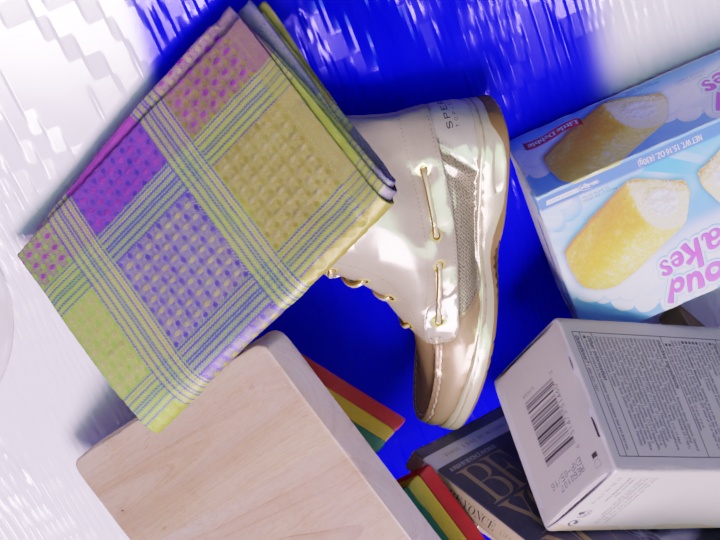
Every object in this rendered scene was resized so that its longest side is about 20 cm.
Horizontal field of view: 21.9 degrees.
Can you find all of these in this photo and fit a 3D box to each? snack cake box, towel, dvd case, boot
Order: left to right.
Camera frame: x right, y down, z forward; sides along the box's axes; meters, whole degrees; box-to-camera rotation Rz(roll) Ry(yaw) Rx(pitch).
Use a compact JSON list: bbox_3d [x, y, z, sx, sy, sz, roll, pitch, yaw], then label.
[{"bbox_3d":[-0.082,-0.028,0.987,0.200,0.144,0.023,-45,160,17],"label":"towel"},{"bbox_3d":[0.000,0.000,1.053,0.154,0.073,0.202,-3,117,-15],"label":"boot"},{"bbox_3d":[0.141,0.147,1.084,0.148,0.199,0.016,-19,139,-53],"label":"dvd case"},{"bbox_3d":[0.197,-0.054,1.078,0.199,0.067,0.116,-24,125,2],"label":"snack cake box"}]

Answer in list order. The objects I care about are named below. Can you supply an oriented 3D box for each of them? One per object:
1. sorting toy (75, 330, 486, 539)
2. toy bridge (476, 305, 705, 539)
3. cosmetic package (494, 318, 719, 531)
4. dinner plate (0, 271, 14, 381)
[{"bbox_3d":[-0.036,0.139,1.071,0.200,0.070,0.199,-32,97,44],"label":"sorting toy"},{"bbox_3d":[0.155,0.110,1.199,0.067,0.027,0.200,35,108,-32],"label":"toy bridge"},{"bbox_3d":[0.188,0.092,1.093,0.198,0.104,0.073,6,142,-34],"label":"cosmetic package"},{"bbox_3d":[-0.293,0.039,1.036,0.198,0.024,0.202,-7,125,-10],"label":"dinner plate"}]
